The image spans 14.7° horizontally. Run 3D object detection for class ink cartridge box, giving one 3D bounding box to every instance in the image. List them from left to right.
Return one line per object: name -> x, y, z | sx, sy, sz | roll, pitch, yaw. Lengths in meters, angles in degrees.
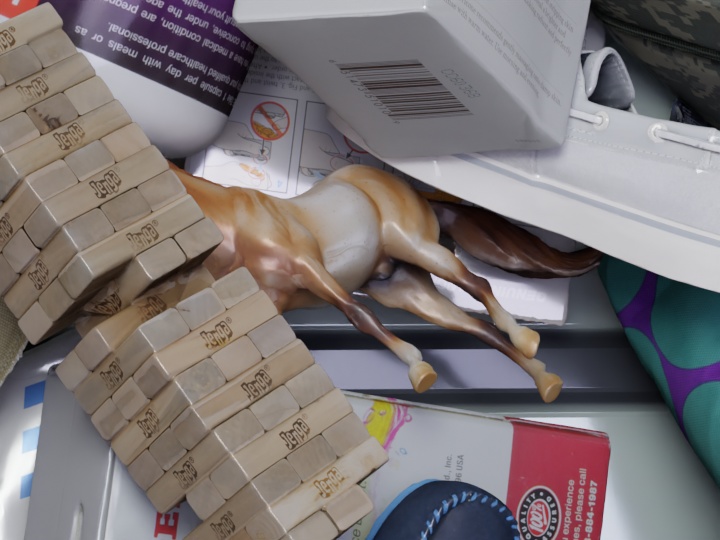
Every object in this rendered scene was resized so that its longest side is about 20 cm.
ink cartridge box -> -0.020, 0.116, 1.007 | 0.199, 0.083, 0.147 | 11, 83, -26
ink cartridge box -> 0.014, -0.087, 1.100 | 0.160, 0.050, 0.201 | 7, 87, -5

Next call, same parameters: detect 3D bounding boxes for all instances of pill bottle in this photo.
pill bottle -> -0.081, -0.120, 1.021 | 0.112, 0.112, 0.201 | 23, 90, -2

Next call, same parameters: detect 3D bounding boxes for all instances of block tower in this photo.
block tower -> -0.073, 0.012, 0.917 | 0.054, 0.058, 0.200 | -31, 83, -41

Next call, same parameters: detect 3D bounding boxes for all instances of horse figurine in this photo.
horse figurine -> 0.000, 0.000, 1.008 | 0.133, 0.200, 0.050 | 45, 123, 28

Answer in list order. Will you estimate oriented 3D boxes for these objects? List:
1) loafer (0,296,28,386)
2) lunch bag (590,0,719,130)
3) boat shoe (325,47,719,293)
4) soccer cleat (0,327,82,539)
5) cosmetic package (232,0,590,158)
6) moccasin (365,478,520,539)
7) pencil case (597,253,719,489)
loafer -> -0.168, 0.039, 0.997 | 0.076, 0.068, 0.200 | 32, 120, -18
lunch bag -> 0.174, -0.151, 1.066 | 0.139, 0.168, 0.201 | 14, 75, 35
boat shoe -> 0.078, -0.048, 1.009 | 0.199, 0.072, 0.069 | 23, 99, 34
soccer cleat -> -0.129, 0.081, 1.048 | 0.086, 0.070, 0.200 | 34, 73, 4
cosmetic package -> 0.033, -0.154, 0.978 | 0.081, 0.113, 0.201 | -1, 66, 31
moccasin -> 0.024, 0.171, 0.942 | 0.080, 0.068, 0.201 | 16, 81, -26
pencil case -> 0.163, 0.042, 1.028 | 0.085, 0.093, 0.200 | 8, 40, -41
